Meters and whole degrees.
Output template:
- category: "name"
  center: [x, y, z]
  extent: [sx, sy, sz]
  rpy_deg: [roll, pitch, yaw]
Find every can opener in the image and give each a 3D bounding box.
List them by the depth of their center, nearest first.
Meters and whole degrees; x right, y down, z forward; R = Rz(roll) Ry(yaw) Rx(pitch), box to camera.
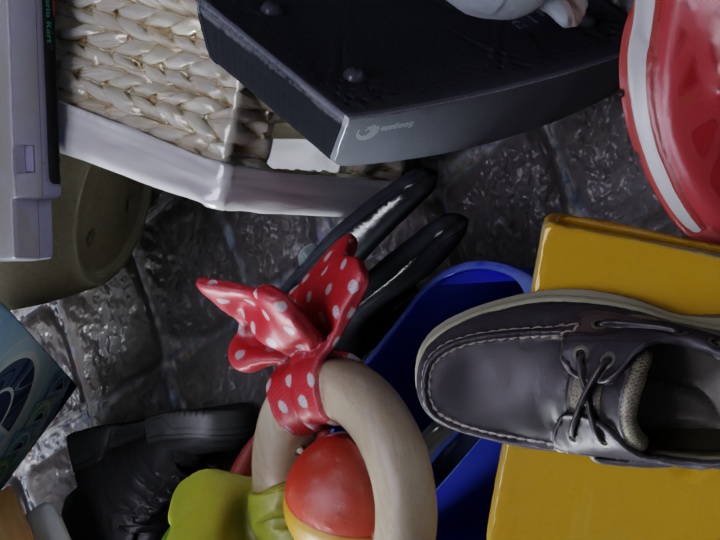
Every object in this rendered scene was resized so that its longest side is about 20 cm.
- category: "can opener"
  center: [0.000, 0.000, 1.325]
  extent: [0.063, 0.079, 0.200]
  rpy_deg: [46, 149, 6]

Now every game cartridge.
- category: "game cartridge"
  center: [0.153, 0.087, 1.187]
  extent: [0.175, 0.032, 0.201]
  rpy_deg: [12, 105, 7]
- category: "game cartridge"
  center: [-0.206, -0.104, 1.372]
  extent: [0.129, 0.038, 0.201]
  rpy_deg: [-1, 91, 47]

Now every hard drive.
- category: "hard drive"
  center: [0.032, -0.108, 1.242]
  extent: [0.135, 0.199, 0.042]
  rpy_deg: [40, 132, 36]

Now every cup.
- category: "cup"
  center: [-0.206, -0.056, 1.511]
  extent: [0.143, 0.200, 0.201]
  rpy_deg: [15, 106, 18]

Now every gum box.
- category: "gum box"
  center: [-0.244, 0.099, 1.442]
  extent: [0.044, 0.200, 0.170]
  rpy_deg: [33, 80, 13]

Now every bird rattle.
- category: "bird rattle"
  center: [-0.013, 0.093, 1.258]
  extent: [0.163, 0.112, 0.201]
  rpy_deg: [39, 118, 41]

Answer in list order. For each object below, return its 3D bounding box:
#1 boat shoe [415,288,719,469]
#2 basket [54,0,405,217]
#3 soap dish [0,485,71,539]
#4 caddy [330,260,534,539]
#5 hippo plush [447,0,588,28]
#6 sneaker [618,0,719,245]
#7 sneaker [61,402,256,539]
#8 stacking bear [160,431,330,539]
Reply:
- category: "boat shoe"
  center: [0.120, 0.052, 1.135]
  extent: [0.199, 0.065, 0.072]
  rpy_deg: [5, 103, 8]
- category: "basket"
  center: [-0.079, -0.110, 1.358]
  extent: [0.200, 0.135, 0.124]
  rpy_deg: [19, 103, 44]
- category: "soap dish"
  center: [-0.199, 0.243, 1.531]
  extent: [0.200, 0.081, 0.158]
  rpy_deg: [104, 144, -57]
- category: "caddy"
  center: [0.063, 0.084, 1.288]
  extent: [0.142, 0.105, 0.200]
  rpy_deg: [56, 128, 25]
- category: "hippo plush"
  center: [0.043, -0.200, 1.191]
  extent: [0.200, 0.159, 0.161]
  rpy_deg: [-50, 30, 44]
- category: "sneaker"
  center: [0.182, -0.115, 1.172]
  extent: [0.115, 0.078, 0.201]
  rpy_deg: [-11, 87, 46]
- category: "sneaker"
  center: [-0.121, 0.139, 1.516]
  extent: [0.199, 0.060, 0.105]
  rpy_deg: [-14, 83, 50]
- category: "stacking bear"
  center: [-0.072, 0.180, 1.433]
  extent: [0.122, 0.114, 0.200]
  rpy_deg: [52, 139, 3]
